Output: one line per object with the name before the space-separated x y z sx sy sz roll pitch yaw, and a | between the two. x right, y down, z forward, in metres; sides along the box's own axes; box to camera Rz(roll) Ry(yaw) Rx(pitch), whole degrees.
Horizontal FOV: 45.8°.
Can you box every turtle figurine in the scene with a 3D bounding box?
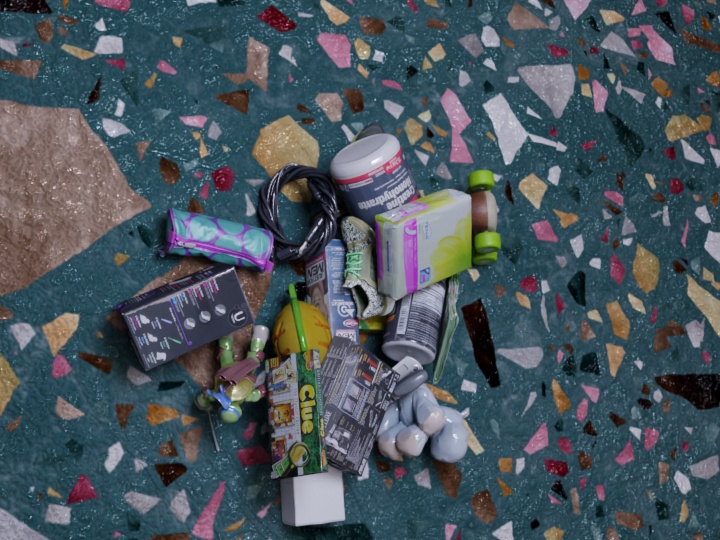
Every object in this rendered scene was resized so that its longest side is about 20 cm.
turtle figurine | -0.212 0.205 1.499 0.200 0.143 0.195 46 34 -41

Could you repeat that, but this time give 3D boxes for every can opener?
can opener | 0.037 0.236 1.587 0.200 0.066 0.053 -40 94 11

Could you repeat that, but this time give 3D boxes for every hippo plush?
hippo plush | 0.120 0.301 1.642 0.161 0.159 0.201 39 19 -32

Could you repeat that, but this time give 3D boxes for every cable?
cable | -0.117 -0.118 1.603 0.051 0.162 0.202 30 51 -54

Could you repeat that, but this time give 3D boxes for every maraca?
maraca | -0.107 0.109 1.534 0.106 0.201 0.138 -10 123 -6

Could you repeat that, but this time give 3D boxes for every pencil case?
pencil case | -0.258 -0.051 1.543 0.198 0.086 0.093 12 28 -24

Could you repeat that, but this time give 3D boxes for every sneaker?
sneaker | 0.011 -0.228 1.723 0.074 0.081 0.201 34 54 -16
sneaker | 0.000 0.000 1.556 0.088 0.076 0.202 -26 98 -46

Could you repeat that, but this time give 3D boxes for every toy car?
toy car | 0.183 -0.105 1.781 0.198 0.158 0.166 -4 73 2

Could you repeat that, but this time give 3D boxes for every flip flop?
flip flop | -0.005 -0.110 1.703 0.199 0.081 0.058 -13 98 -34

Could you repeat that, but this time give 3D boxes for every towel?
towel | 0.166 0.099 1.648 0.023 0.154 0.201 12 29 -1

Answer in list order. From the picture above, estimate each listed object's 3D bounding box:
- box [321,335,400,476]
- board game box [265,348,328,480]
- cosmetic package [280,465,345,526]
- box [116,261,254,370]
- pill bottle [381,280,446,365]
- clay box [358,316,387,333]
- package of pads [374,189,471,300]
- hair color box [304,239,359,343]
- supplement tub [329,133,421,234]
box | -0.023 0.239 1.490 0.157 0.049 0.202 39 67 -42
board game box | -0.107 0.237 1.409 0.023 0.104 0.202 26 54 -57
cosmetic package | -0.091 0.352 1.539 0.101 0.074 0.202 3 78 -27
box | -0.298 0.074 1.446 0.199 0.122 0.107 -24 103 -17
pill bottle | 0.107 0.070 1.630 0.105 0.106 0.202 23 60 -20
clay box | 0.049 0.066 1.694 0.198 0.048 0.116 2 76 -27
package of pads | 0.116 -0.054 1.544 0.199 0.068 0.156 -22 121 -35
hair color box | -0.057 0.051 1.615 0.060 0.100 0.202 1 77 -28
supplement tub | 0.039 -0.140 1.597 0.140 0.140 0.201 -40 118 -29
